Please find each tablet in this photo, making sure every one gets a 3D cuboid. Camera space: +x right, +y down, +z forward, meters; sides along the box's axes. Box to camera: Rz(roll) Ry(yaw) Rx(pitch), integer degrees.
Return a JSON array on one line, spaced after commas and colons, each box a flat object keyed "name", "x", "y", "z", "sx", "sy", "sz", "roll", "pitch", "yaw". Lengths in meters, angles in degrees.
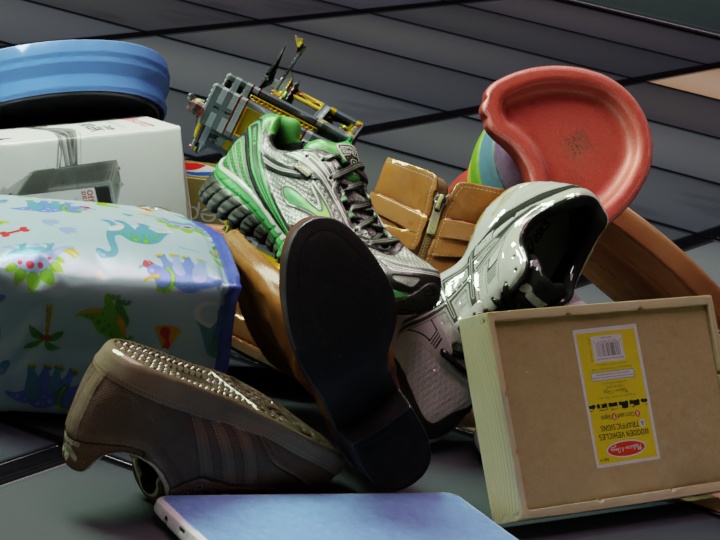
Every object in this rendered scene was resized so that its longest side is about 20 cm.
[{"name": "tablet", "x": -0.002, "y": 0.151, "z": 1.447, "sx": 0.199, "sy": 0.014, "sz": 0.130, "roll": 3, "pitch": 15, "yaw": -29}]

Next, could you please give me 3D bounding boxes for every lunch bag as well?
[{"name": "lunch bag", "x": -0.176, "y": 0.012, "z": 1.649, "sx": 0.169, "sy": 0.128, "sz": 0.200, "roll": 5, "pitch": 24, "yaw": -15}]

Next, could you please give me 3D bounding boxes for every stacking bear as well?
[{"name": "stacking bear", "x": 0.119, "y": -0.061, "z": 1.847, "sx": 0.113, "sy": 0.122, "sz": 0.200, "roll": -24, "pitch": -7, "yaw": -22}]

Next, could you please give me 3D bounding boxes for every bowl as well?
[{"name": "bowl", "x": -0.240, "y": -0.122, "z": 1.966, "sx": 0.200, "sy": 0.040, "sz": 0.201, "roll": -10, "pitch": -13, "yaw": -2}]

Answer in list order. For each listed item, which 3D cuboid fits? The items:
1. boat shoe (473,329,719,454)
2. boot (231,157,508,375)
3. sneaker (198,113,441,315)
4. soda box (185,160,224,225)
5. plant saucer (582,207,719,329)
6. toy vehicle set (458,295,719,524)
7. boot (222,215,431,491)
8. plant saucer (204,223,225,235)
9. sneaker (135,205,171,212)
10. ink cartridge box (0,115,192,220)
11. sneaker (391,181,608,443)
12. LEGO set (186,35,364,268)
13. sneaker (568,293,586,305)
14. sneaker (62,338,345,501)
[{"name": "boat shoe", "x": 0.164, "y": 0.070, "z": 1.667, "sx": 0.199, "sy": 0.060, "sz": 0.074, "roll": -13, "pitch": 48, "yaw": -23}, {"name": "boot", "x": 0.000, "y": 0.000, "z": 1.730, "sx": 0.199, "sy": 0.156, "sz": 0.077, "roll": 12, "pitch": 1, "yaw": 9}, {"name": "sneaker", "x": -0.021, "y": -0.037, "z": 1.663, "sx": 0.200, "sy": 0.085, "sz": 0.078, "roll": 37, "pitch": 11, "yaw": 34}, {"name": "soda box", "x": -0.104, "y": -0.047, "z": 2.053, "sx": 0.199, "sy": 0.064, "sz": 0.068, "roll": 7, "pitch": 13, "yaw": -12}, {"name": "plant saucer", "x": 0.204, "y": -0.002, "z": 1.964, "sx": 0.200, "sy": 0.032, "sz": 0.200, "roll": 40, "pitch": -7, "yaw": 6}, {"name": "toy vehicle set", "x": 0.151, "y": 0.083, "z": 1.592, "sx": 0.200, "sy": 0.125, "sz": 0.026, "roll": -3, "pitch": -9, "yaw": -41}, {"name": "boot", "x": -0.033, "y": 0.016, "z": 1.571, "sx": 0.068, "sy": 0.189, "sz": 0.200, "roll": -33, "pitch": 33, "yaw": -7}, {"name": "plant saucer", "x": -0.084, "y": 0.009, "z": 1.904, "sx": 0.199, "sy": 0.038, "sz": 0.200, "roll": 9, "pitch": 13, "yaw": -2}, {"name": "sneaker", "x": -0.204, "y": 0.013, "z": 1.757, "sx": 0.199, "sy": 0.075, "sz": 0.087, "roll": -10, "pitch": 55, "yaw": -21}, {"name": "ink cartridge box", "x": -0.234, "y": -0.060, "z": 1.871, "sx": 0.199, "sy": 0.083, "sz": 0.147, "roll": -7, "pitch": 8, "yaw": -16}, {"name": "sneaker", "x": 0.085, "y": 0.021, "z": 1.657, "sx": 0.076, "sy": 0.200, "sz": 0.088, "roll": 39, "pitch": -17, "yaw": -21}, {"name": "LEGO set", "x": -0.080, "y": -0.072, "z": 1.838, "sx": 0.116, "sy": 0.154, "sz": 0.200, "roll": 27, "pitch": 23, "yaw": 1}, {"name": "sneaker", "x": 0.096, "y": 0.024, "z": 1.796, "sx": 0.075, "sy": 0.082, "sz": 0.200, "roll": -37, "pitch": 7, "yaw": -11}, {"name": "sneaker", "x": -0.094, "y": 0.099, "z": 1.495, "sx": 0.200, "sy": 0.076, "sz": 0.070, "roll": 27, "pitch": 7, "yaw": -45}]
